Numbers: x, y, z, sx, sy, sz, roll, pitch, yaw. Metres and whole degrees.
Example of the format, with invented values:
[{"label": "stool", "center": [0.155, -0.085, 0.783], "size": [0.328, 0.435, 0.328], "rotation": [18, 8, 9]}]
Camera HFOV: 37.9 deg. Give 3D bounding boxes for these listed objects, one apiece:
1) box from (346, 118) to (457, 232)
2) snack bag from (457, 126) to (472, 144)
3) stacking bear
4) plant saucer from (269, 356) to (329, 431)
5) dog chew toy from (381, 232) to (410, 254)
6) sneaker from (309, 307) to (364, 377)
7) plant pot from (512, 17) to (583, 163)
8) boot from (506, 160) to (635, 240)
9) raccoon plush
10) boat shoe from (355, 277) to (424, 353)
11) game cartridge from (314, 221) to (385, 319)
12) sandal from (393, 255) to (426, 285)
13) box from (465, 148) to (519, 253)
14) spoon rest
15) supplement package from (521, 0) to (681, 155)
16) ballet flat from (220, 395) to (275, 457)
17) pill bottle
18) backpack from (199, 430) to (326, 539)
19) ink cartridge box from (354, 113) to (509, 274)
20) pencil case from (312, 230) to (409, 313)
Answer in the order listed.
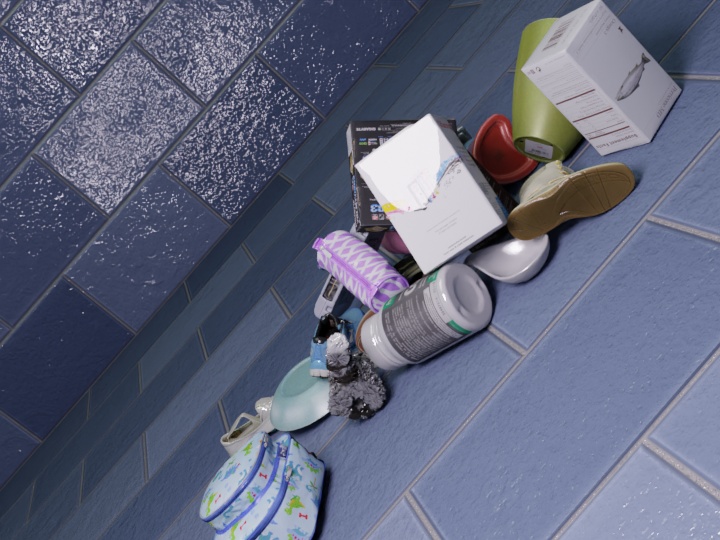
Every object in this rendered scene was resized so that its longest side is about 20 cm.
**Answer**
[{"label": "box", "center": [0.082, -0.169, 1.863], "size": [0.050, 0.199, 0.200], "rotation": [124, 142, -72]}, {"label": "snack bag", "center": [0.144, -0.198, 2.028], "size": [0.188, 0.021, 0.200], "rotation": [-40, -10, 10]}, {"label": "stacking bear", "center": [0.222, -0.193, 1.938], "size": [0.114, 0.121, 0.200], "rotation": [-45, 6, -16]}, {"label": "plant saucer", "center": [-0.091, 0.202, 1.887], "size": [0.200, 0.039, 0.201], "rotation": [-30, 24, 14]}, {"label": "dog chew toy", "center": [0.099, -0.088, 1.992], "size": [0.125, 0.124, 0.200], "rotation": [-58, 12, -27]}, {"label": "sneaker", "center": [-0.034, 0.110, 1.859], "size": [0.078, 0.090, 0.200], "rotation": [1, 24, 19]}, {"label": "plant pot", "center": [0.336, -0.292, 1.788], "size": [0.187, 0.187, 0.201], "rotation": [-11, 56, 63]}, {"label": "boot", "center": [0.323, -0.129, 1.598], "size": [0.199, 0.072, 0.155], "rotation": [-26, 15, 25]}, {"label": "raccoon plush", "center": [-0.010, 0.142, 1.685], "size": [0.134, 0.096, 0.201], "rotation": [-97, 6, -52]}, {"label": "boat shoe", "center": [0.063, 0.086, 1.774], "size": [0.200, 0.076, 0.072], "rotation": [-40, 21, 30]}, {"label": "game cartridge", "center": [-0.015, -0.006, 1.931], "size": [0.201, 0.040, 0.133], "rotation": [-64, -17, 10]}, {"label": "sandal", "center": [0.115, -0.001, 1.873], "size": [0.200, 0.057, 0.080], "rotation": [-32, 16, 4]}, {"label": "box", "center": [0.167, -0.133, 1.766], "size": [0.100, 0.200, 0.075], "rotation": [-35, 18, 36]}, {"label": "spoon rest", "center": [0.215, -0.009, 1.623], "size": [0.200, 0.061, 0.100], "rotation": [-26, 26, 53]}, {"label": "supplement package", "center": [0.371, -0.293, 1.614], "size": [0.117, 0.200, 0.117], "rotation": [-55, 18, -20]}, {"label": "ballet flat", "center": [-0.190, 0.283, 1.980], "size": [0.200, 0.069, 0.070], "rotation": [-43, 18, 17]}, {"label": "pill bottle", "center": [0.099, 0.077, 1.633], "size": [0.200, 0.113, 0.113], "rotation": [-34, 23, 39]}, {"label": "backpack", "center": [-0.154, 0.361, 1.591], "size": [0.183, 0.147, 0.200], "rotation": [-44, 20, 21]}, {"label": "ink cartridge box", "center": [0.115, -0.120, 1.620], "size": [0.144, 0.201, 0.147], "rotation": [-34, -4, 15]}, {"label": "pencil case", "center": [0.000, 0.000, 1.771], "size": [0.200, 0.085, 0.084], "rotation": [37, 97, 46]}]
